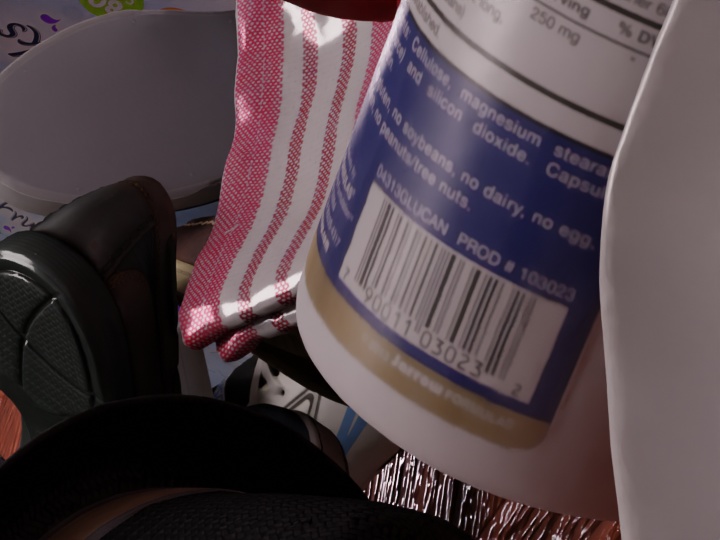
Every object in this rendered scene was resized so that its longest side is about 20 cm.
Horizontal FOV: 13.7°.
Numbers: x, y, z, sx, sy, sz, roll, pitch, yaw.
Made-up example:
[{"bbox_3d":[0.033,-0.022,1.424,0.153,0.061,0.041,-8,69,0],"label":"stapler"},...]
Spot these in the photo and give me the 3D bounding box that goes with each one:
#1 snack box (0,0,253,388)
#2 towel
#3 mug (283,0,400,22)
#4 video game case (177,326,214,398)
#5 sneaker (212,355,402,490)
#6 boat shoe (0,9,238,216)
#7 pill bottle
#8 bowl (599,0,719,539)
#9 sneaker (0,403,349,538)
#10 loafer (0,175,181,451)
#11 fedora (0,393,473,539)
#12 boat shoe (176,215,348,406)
[{"bbox_3d":[-0.077,-0.059,1.153,0.200,0.168,0.068,-64,-1,-46],"label":"snack box"},{"bbox_3d":[0.026,-0.068,0.884,0.200,0.030,0.147,-30,37,37],"label":"towel"},{"bbox_3d":[0.056,-0.133,0.762,0.133,0.178,0.200,-36,10,-32],"label":"mug"},{"bbox_3d":[-0.073,0.142,1.077,0.182,0.022,0.201,137,123,-62],"label":"video game case"},{"bbox_3d":[-0.013,0.039,1.042,0.072,0.072,0.200,-85,16,-54],"label":"sneaker"},{"bbox_3d":[-0.036,-0.058,1.024,0.070,0.199,0.071,106,142,-68],"label":"boat shoe"},{"bbox_3d":[0.067,-0.057,0.626,0.111,0.111,0.201,-94,22,-63],"label":"pill bottle"},{"bbox_3d":[0.108,-0.032,0.462,0.200,0.074,0.200,-90,18,-60],"label":"bowl"},{"bbox_3d":[-0.087,0.072,0.860,0.077,0.146,0.203,-38,15,36],"label":"sneaker"},{"bbox_3d":[-0.077,0.056,0.976,0.063,0.072,0.200,-42,-32,-33],"label":"loafer"},{"bbox_3d":[-0.021,0.115,0.771,0.091,0.200,0.201,-19,49,40],"label":"fedora"},{"bbox_3d":[0.000,0.000,0.948,0.200,0.072,0.072,12,71,61],"label":"boat shoe"}]
